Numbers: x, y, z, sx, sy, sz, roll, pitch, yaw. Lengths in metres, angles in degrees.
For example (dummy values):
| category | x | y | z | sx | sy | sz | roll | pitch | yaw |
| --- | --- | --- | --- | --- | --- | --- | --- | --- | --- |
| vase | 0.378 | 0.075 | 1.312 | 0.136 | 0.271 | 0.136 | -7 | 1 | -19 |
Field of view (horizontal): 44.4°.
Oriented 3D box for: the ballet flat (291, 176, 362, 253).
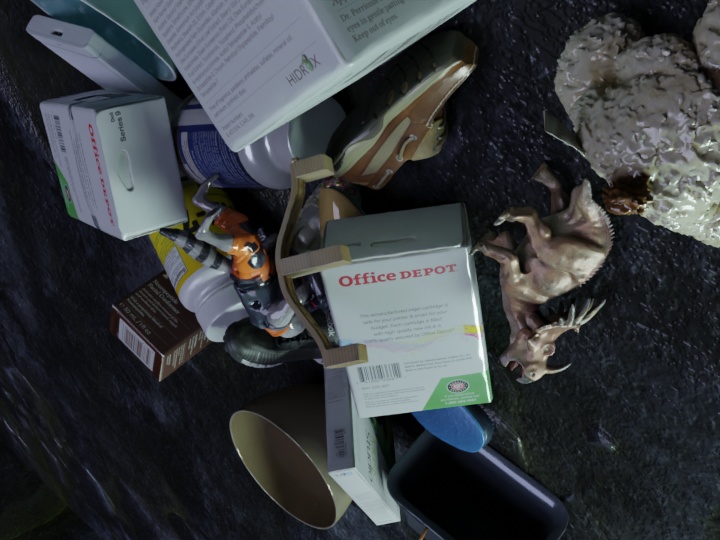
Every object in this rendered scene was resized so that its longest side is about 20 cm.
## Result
| category | x | y | z | sx | sy | sz | roll | pitch | yaw |
| --- | --- | --- | --- | --- | --- | --- | --- | --- | --- |
| ballet flat | -0.055 | -0.035 | 1.023 | 0.076 | 0.064 | 0.200 | 45 | 145 | 8 |

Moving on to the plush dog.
| category | x | y | z | sx | sy | sz | roll | pitch | yaw |
| --- | --- | --- | --- | --- | --- | --- | --- | --- | --- |
| plush dog | 0.232 | -0.113 | 0.565 | 0.200 | 0.160 | 0.172 | 47 | 120 | 3 |

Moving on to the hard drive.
| category | x | y | z | sx | sy | sz | roll | pitch | yaw |
| --- | --- | --- | --- | --- | --- | --- | --- | --- | --- |
| hard drive | -0.279 | -0.224 | 1.041 | 0.132 | 0.027 | 0.200 | 23 | 172 | 38 |

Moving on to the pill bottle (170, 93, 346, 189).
| category | x | y | z | sx | sy | sz | roll | pitch | yaw |
| --- | --- | --- | --- | --- | --- | --- | --- | --- | --- |
| pill bottle | -0.107 | -0.142 | 0.940 | 0.200 | 0.111 | 0.111 | 7 | 127 | 47 |

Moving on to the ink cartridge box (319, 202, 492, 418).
| category | x | y | z | sx | sy | sz | roll | pitch | yaw |
| --- | --- | --- | --- | --- | --- | --- | --- | --- | --- |
| ink cartridge box | 0.049 | 0.043 | 0.897 | 0.145 | 0.088 | 0.200 | -8 | 125 | 8 |

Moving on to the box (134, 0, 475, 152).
| category | x | y | z | sx | sy | sz | roll | pitch | yaw |
| --- | --- | --- | --- | --- | --- | --- | --- | --- | --- |
| box | -0.038 | -0.232 | 0.695 | 0.200 | 0.199 | 0.171 | -19 | 106 | 55 |

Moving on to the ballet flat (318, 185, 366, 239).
| category | x | y | z | sx | sy | sz | roll | pitch | yaw |
| --- | --- | --- | --- | --- | --- | --- | --- | --- | --- |
| ballet flat | 0.000 | 0.000 | 0.955 | 0.069 | 0.063 | 0.200 | 12 | 143 | 47 |

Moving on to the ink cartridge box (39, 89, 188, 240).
| category | x | y | z | sx | sy | sz | roll | pitch | yaw |
| --- | --- | --- | --- | --- | --- | --- | --- | --- | --- |
| ink cartridge box | -0.285 | -0.127 | 1.016 | 0.200 | 0.084 | 0.146 | 20 | 123 | 53 |

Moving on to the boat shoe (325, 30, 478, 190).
| category | x | y | z | sx | sy | sz | roll | pitch | yaw |
| --- | --- | --- | --- | --- | --- | --- | --- | --- | --- |
| boat shoe | 0.045 | -0.140 | 0.812 | 0.074 | 0.076 | 0.200 | 30 | 142 | -20 |

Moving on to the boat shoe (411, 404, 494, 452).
| category | x | y | z | sx | sy | sz | roll | pitch | yaw |
| --- | --- | --- | --- | --- | --- | --- | --- | --- | --- |
| boat shoe | 0.080 | 0.121 | 1.014 | 0.200 | 0.069 | 0.084 | 43 | 133 | 22 |

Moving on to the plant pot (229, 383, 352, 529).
| category | x | y | z | sx | sy | sz | roll | pitch | yaw |
| --- | --- | --- | --- | --- | --- | --- | --- | --- | --- |
| plant pot | -0.063 | 0.235 | 1.222 | 0.200 | 0.134 | 0.201 | 31 | 141 | 29 |

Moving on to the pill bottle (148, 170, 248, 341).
| category | x | y | z | sx | sy | sz | roll | pitch | yaw |
| --- | --- | --- | --- | --- | --- | --- | --- | --- | --- |
| pill bottle | -0.188 | -0.019 | 1.101 | 0.200 | 0.114 | 0.114 | 59 | 150 | 23 |

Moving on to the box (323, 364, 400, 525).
| category | x | y | z | sx | sy | sz | roll | pitch | yaw |
| --- | --- | --- | --- | --- | --- | --- | --- | --- | --- |
| box | 0.003 | 0.209 | 1.071 | 0.036 | 0.145 | 0.200 | -11 | 146 | 11 |

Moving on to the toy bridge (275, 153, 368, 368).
| category | x | y | z | sx | sy | sz | roll | pitch | yaw |
| --- | --- | --- | --- | --- | --- | --- | --- | --- | --- |
| toy bridge | -0.043 | -0.008 | 0.810 | 0.067 | 0.027 | 0.200 | -14 | 79 | 18 |

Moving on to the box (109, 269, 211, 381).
| category | x | y | z | sx | sy | sz | roll | pitch | yaw |
| --- | --- | --- | --- | --- | --- | --- | --- | --- | --- |
| box | -0.219 | 0.042 | 1.164 | 0.100 | 0.200 | 0.075 | 41 | 143 | 13 |

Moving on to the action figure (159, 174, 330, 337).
| category | x | y | z | sx | sy | sz | roll | pitch | yaw |
| --- | --- | --- | --- | --- | --- | --- | --- | --- | --- |
| action figure | -0.120 | -0.005 | 0.948 | 0.194 | 0.105 | 0.200 | 55 | 172 | -25 |

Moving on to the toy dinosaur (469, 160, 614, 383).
| category | x | y | z | sx | sy | sz | roll | pitch | yaw |
| --- | --- | --- | --- | --- | --- | --- | --- | --- | --- |
| toy dinosaur | 0.174 | -0.005 | 0.774 | 0.135 | 0.086 | 0.200 | 39 | 133 | 5 |

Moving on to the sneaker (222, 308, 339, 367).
| category | x | y | z | sx | sy | sz | roll | pitch | yaw |
| --- | --- | --- | --- | --- | --- | --- | --- | --- | --- |
| sneaker | -0.067 | 0.075 | 1.058 | 0.090 | 0.200 | 0.067 | -31 | 63 | 41 |

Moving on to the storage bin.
| category | x | y | z | sx | sy | sz | roll | pitch | yaw |
| --- | --- | --- | --- | --- | --- | --- | --- | --- | --- |
| storage bin | 0.132 | 0.309 | 1.075 | 0.200 | 0.146 | 0.134 | 33 | 153 | 25 |

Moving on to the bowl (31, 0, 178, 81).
| category | x | y | z | sx | sy | sz | roll | pitch | yaw |
| --- | --- | --- | --- | --- | --- | --- | --- | --- | --- |
| bowl | -0.258 | -0.300 | 0.936 | 0.201 | 0.105 | 0.201 | 30 | 174 | 3 |
